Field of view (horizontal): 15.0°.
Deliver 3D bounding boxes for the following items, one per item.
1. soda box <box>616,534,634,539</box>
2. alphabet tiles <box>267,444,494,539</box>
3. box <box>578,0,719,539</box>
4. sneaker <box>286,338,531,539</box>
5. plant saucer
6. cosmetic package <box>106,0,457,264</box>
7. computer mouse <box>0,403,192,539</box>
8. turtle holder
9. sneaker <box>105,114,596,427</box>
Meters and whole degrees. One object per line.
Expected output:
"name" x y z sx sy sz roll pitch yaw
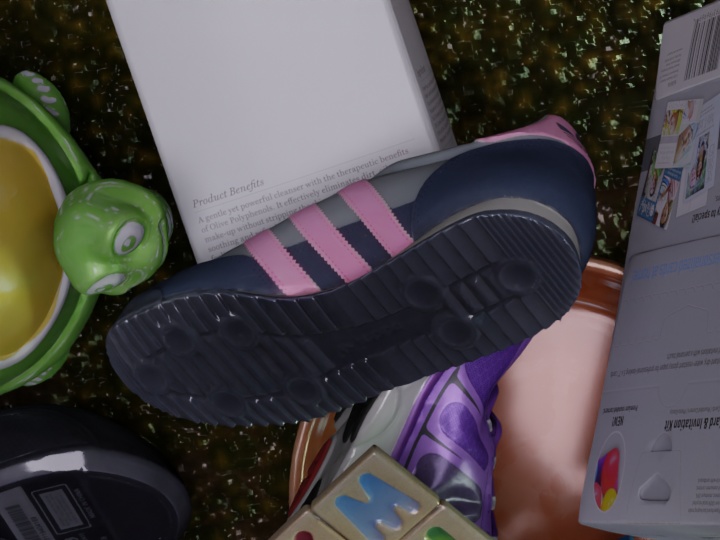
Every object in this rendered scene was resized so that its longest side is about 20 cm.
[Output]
"soda box" 0.036 0.185 1.070 0.200 0.064 0.068 -31 95 11
"alphabet tiles" -0.005 0.177 1.013 0.167 0.008 0.200 40 108 -21
"box" 0.139 -0.003 0.993 0.041 0.156 0.201 14 81 -15
"sneaker" 0.025 0.082 1.042 0.083 0.081 0.200 29 86 -8
"plant saucer" 0.071 0.090 1.102 0.200 0.032 0.201 1 97 5
"cosmetic package" -0.032 -0.088 1.058 0.107 0.085 0.201 -16 96 8
"computer mouse" -0.166 0.093 1.100 0.199 0.053 0.139 -11 136 6
"turtle holder" -0.165 -0.003 1.042 0.185 0.132 0.141 28 104 16
"sneaker" 0.000 0.000 1.000 0.199 0.082 0.070 -15 124 29
